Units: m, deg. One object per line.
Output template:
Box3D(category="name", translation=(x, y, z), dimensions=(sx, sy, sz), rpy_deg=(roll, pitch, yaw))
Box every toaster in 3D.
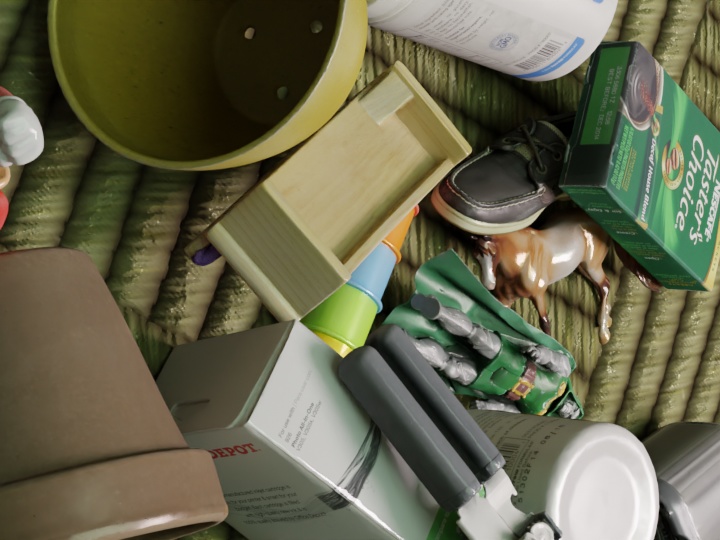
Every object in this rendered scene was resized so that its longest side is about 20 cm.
Box3D(category="toaster", translation=(0.259, 0.207, 1.534), dimensions=(0.129, 0.113, 0.201), rpy_deg=(-31, 109, -40))

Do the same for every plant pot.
Box3D(category="plant pot", translation=(-0.075, -0.152, 1.200), dimensions=(0.142, 0.199, 0.201), rpy_deg=(16, 80, -68))
Box3D(category="plant pot", translation=(-0.190, 0.085, 1.107), dimensions=(0.199, 0.200, 0.176), rpy_deg=(-6, 77, -41))

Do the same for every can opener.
Box3D(category="can opener", translation=(0.056, 0.127, 1.178), dimensions=(0.200, 0.066, 0.053), rpy_deg=(54, 48, -5))

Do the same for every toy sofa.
Box3D(category="toy sofa", translation=(-0.019, -0.045, 1.248), dimensions=(0.083, 0.097, 0.200), rpy_deg=(49, 40, -5))

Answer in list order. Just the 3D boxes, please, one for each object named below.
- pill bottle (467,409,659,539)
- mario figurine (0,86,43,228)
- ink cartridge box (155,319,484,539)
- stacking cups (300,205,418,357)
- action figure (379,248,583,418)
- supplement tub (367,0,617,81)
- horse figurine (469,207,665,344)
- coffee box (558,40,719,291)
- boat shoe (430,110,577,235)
Box3D(category="pill bottle", translation=(0.099, 0.155, 1.332), dimensions=(0.114, 0.199, 0.115), rpy_deg=(-1, 92, -41))
Box3D(category="mario figurine", translation=(-0.245, -0.099, 1.062), dimensions=(0.105, 0.123, 0.201), rpy_deg=(1, 74, -35))
Box3D(category="ink cartridge box", translation=(-0.030, 0.127, 1.236), dimensions=(0.200, 0.146, 0.084), rpy_deg=(41, 58, -26))
Box3D(category="stacking cups", translation=(0.000, 0.000, 1.332), dimensions=(0.060, 0.060, 0.201), rpy_deg=(37, 68, -35))
Box3D(category="action figure", translation=(0.099, 0.070, 1.409), dimensions=(0.199, 0.055, 0.118), rpy_deg=(26, 113, -40))
Box3D(category="supplement tub", translation=(0.075, -0.217, 1.346), dimensions=(0.199, 0.132, 0.133), rpy_deg=(15, 82, -40))
Box3D(category="horse figurine", translation=(0.155, 0.003, 1.477), dimensions=(0.199, 0.050, 0.133), rpy_deg=(-22, 112, -36))
Box3D(category="coffee box", translation=(0.223, -0.076, 1.448), dimensions=(0.200, 0.044, 0.124), rpy_deg=(38, 62, -49))
Box3D(category="boat shoe", translation=(0.130, -0.083, 1.425), dimensions=(0.200, 0.072, 0.066), rpy_deg=(-20, 144, -44))
